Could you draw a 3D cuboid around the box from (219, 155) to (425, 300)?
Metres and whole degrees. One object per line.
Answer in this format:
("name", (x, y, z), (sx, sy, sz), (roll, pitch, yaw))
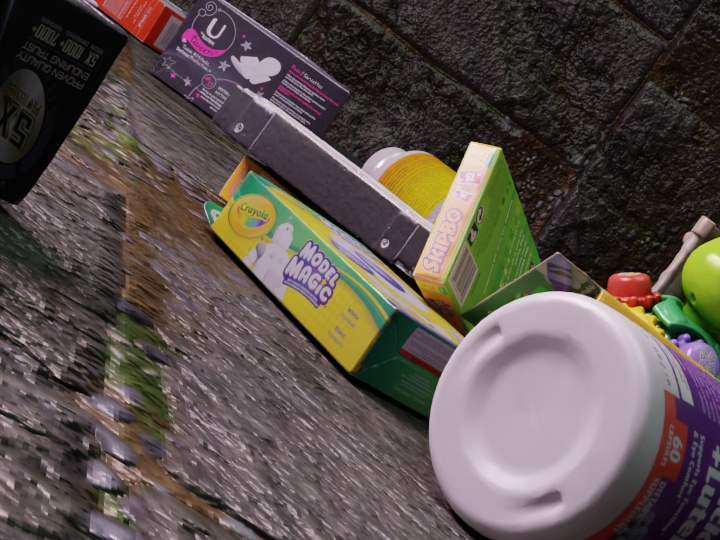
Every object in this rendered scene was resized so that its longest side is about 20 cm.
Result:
("box", (0.000, 0.000, 1.066), (0.200, 0.042, 0.119), (42, 8, 30))

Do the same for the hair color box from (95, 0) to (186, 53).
("hair color box", (-0.318, -0.372, 2.072), (0.199, 0.064, 0.111), (38, 7, 27))

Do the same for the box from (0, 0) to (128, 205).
("box", (-0.216, -0.130, 0.583), (0.200, 0.086, 0.163), (39, 6, 29))

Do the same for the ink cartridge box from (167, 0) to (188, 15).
("ink cartridge box", (-0.373, -0.481, 2.734), (0.176, 0.045, 0.200), (42, 8, 37))

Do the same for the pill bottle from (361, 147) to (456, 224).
("pill bottle", (0.078, -0.062, 1.665), (0.109, 0.110, 0.200), (30, 8, -43))

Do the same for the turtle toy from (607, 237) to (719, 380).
("turtle toy", (0.194, 0.055, 0.987), (0.146, 0.199, 0.101), (53, -3, 40))

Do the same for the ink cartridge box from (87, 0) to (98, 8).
("ink cartridge box", (-0.379, -0.331, 1.479), (0.200, 0.041, 0.199), (40, 7, 34))

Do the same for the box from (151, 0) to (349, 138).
("box", (-0.121, -0.216, 1.709), (0.199, 0.115, 0.132), (36, 6, -7))

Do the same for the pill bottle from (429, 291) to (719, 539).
("pill bottle", (0.129, 0.093, 0.700), (0.199, 0.112, 0.111), (29, 9, -47))

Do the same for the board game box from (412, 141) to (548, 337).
("board game box", (0.084, 0.009, 0.978), (0.030, 0.096, 0.200), (15, -22, 26))

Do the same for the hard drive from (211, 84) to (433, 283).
("hard drive", (0.002, -0.046, 1.039), (0.200, 0.038, 0.140), (40, 4, 24))

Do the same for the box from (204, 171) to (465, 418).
("box", (-0.007, 0.013, 0.873), (0.117, 0.049, 0.200), (32, 5, -42))

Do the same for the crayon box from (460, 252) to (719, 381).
("crayon box", (0.149, 0.086, 0.860), (0.199, 0.052, 0.126), (38, -28, -7))

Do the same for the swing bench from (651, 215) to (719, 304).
("swing bench", (0.258, 0.079, 1.135), (0.129, 0.200, 0.200), (33, 6, -24))
